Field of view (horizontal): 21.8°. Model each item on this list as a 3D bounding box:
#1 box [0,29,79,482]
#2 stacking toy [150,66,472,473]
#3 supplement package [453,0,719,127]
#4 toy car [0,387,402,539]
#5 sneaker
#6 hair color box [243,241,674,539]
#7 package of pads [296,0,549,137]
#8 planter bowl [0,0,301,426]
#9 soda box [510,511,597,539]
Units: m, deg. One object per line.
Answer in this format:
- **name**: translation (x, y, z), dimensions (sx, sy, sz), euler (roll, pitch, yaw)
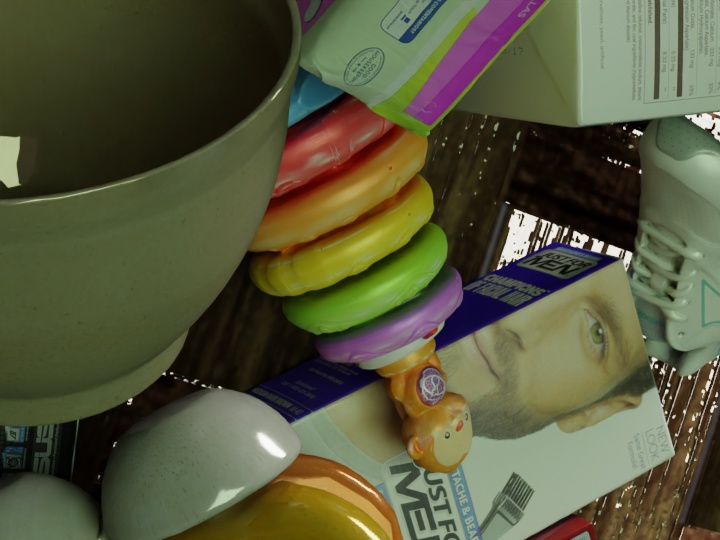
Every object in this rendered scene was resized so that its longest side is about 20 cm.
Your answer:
- **box**: translation (-0.188, -0.003, 0.761), dimensions (0.159, 0.044, 0.202), euler (4, 97, -28)
- **stacking toy**: translation (0.000, 0.000, 0.796), dimensions (0.116, 0.109, 0.201), euler (-39, 109, -44)
- **supplement package**: translation (0.138, -0.153, 0.845), dimensions (0.198, 0.151, 0.152), euler (-8, 102, -26)
- **toy car**: translation (-0.072, 0.143, 0.764), dimensions (0.199, 0.150, 0.176), euler (-24, 97, 9)
- **sneaker**: translation (0.161, -0.004, 0.895), dimensions (0.080, 0.070, 0.200), euler (-44, 148, -5)
- **hair color box**: translation (0.044, 0.077, 0.889), dimensions (0.199, 0.065, 0.110), euler (-26, 109, -23)
- **package of pads**: translation (0.030, -0.167, 0.716), dimensions (0.068, 0.201, 0.155), euler (24, 126, -29)
- **planter bowl**: translation (-0.121, -0.032, 0.675), dimensions (0.199, 0.200, 0.136), euler (-18, 134, -24)
- **soda box**: translation (0.022, 0.179, 0.890), dimensions (0.199, 0.070, 0.064), euler (-24, 110, -23)
